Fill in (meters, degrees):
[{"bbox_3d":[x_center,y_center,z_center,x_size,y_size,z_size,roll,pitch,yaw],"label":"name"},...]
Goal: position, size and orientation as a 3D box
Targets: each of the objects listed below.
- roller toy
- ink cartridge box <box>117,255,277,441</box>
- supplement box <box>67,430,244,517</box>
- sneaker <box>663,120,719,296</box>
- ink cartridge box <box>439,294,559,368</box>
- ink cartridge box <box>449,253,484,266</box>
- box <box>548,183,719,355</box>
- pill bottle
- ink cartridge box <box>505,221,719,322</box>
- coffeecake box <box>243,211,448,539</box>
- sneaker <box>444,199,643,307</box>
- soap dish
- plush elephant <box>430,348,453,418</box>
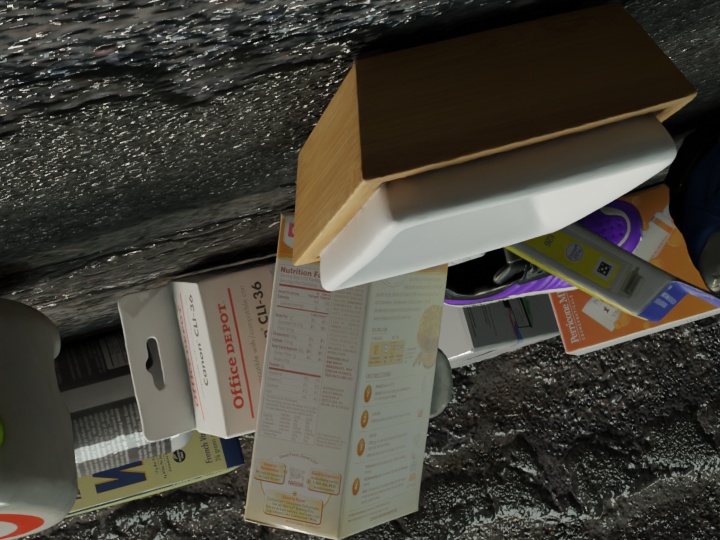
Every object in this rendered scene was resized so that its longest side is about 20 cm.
[{"bbox_3d":[-0.267,0.091,1.004,0.199,0.141,0.182,-16,163,24],"label":"roller toy"},{"bbox_3d":[-0.066,0.052,1.225,0.199,0.117,0.067,-14,-174,-25],"label":"ink cartridge box"},{"bbox_3d":[-0.233,0.158,1.668,0.199,0.135,0.200,-15,174,-11],"label":"supplement box"},{"bbox_3d":[0.280,-0.088,1.180,0.076,0.112,0.201,2,131,-26],"label":"sneaker"},{"bbox_3d":[0.118,0.064,1.959,0.144,0.085,0.199,-21,172,36],"label":"ink cartridge box"},{"bbox_3d":[0.000,0.000,1.357,0.199,0.037,0.095,-20,174,7],"label":"ink cartridge box"},{"bbox_3d":[0.271,-0.009,1.555,0.199,0.125,0.097,-18,173,11],"label":"box"},{"bbox_3d":[-0.207,0.109,1.431,0.199,0.112,0.111,-14,173,-12],"label":"pill bottle"},{"bbox_3d":[0.170,-0.002,1.181,0.047,0.199,0.198,-59,166,4],"label":"ink cartridge box"},{"bbox_3d":[-0.005,0.066,1.131,0.073,0.202,0.153,8,-178,21],"label":"coffeecake box"},{"bbox_3d":[0.148,-0.013,1.459,0.199,0.070,0.099,-18,171,9],"label":"sneaker"},{"bbox_3d":[0.051,-0.056,0.806,0.156,0.082,0.200,-15,173,-13],"label":"soap dish"},{"bbox_3d":[-0.002,0.105,1.690,0.164,0.156,0.200,-14,174,-19],"label":"plush elephant"}]
